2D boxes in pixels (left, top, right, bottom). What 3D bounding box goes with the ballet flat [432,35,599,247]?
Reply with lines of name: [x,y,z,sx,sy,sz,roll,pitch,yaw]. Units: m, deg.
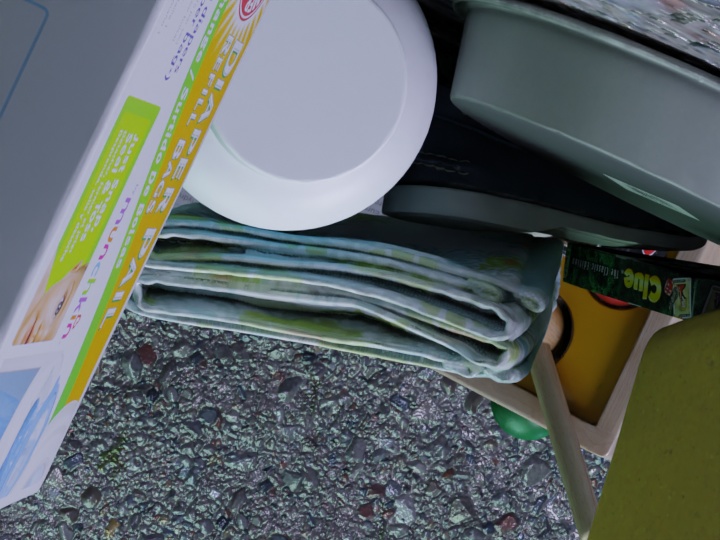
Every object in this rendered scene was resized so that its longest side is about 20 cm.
ballet flat: [0.056,-0.056,0.836,0.199,0.069,0.072,22,-132,-39]

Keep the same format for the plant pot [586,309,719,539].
plant pot: [0.201,0.109,0.672,0.199,0.197,0.194,18,-177,41]

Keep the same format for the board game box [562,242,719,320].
board game box: [0.203,0.016,0.806,0.199,0.024,0.105,8,-177,-25]

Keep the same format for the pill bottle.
pill bottle: [-0.033,-0.074,0.677,0.110,0.111,0.200,25,-177,-11]

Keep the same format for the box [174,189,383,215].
box: [-0.021,-0.055,1.200,0.199,0.172,0.199,26,-178,17]

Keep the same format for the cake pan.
cake pan: [0.116,-0.042,0.642,0.199,0.037,0.200,26,-178,-1]

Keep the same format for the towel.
towel: [0.000,0.000,0.760,0.170,0.048,0.200,11,-173,8]

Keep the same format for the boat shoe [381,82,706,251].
boat shoe: [0.087,-0.044,0.777,0.199,0.062,0.075,5,-179,-39]

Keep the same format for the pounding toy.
pounding toy: [0.126,0.037,1.063,0.183,0.201,0.142,26,-178,27]

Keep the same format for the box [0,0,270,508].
box: [-0.098,-0.047,0.444,0.101,0.201,0.112,26,-176,5]

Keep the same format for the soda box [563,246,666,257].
soda box: [0.080,-0.059,0.985,0.199,0.064,0.071,26,-178,31]
